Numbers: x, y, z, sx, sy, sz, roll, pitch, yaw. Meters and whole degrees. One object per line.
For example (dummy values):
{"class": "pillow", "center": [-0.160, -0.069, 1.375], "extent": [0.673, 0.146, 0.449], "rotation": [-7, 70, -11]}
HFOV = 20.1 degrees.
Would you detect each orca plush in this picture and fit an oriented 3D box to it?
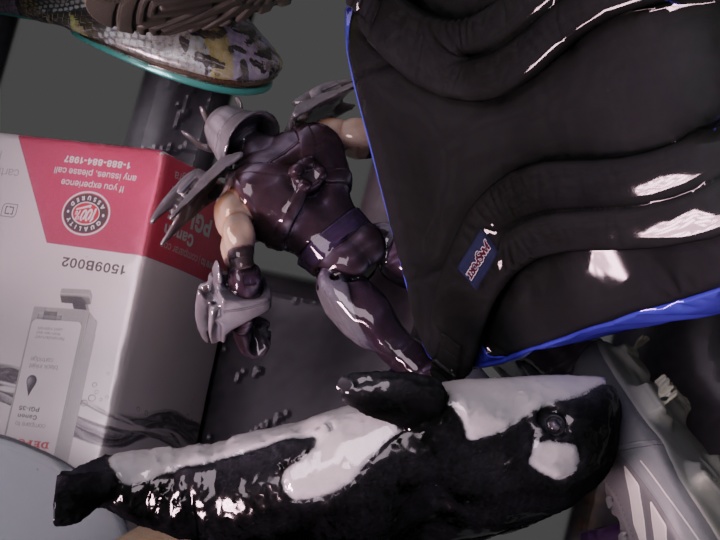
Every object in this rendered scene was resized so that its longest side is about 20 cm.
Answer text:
{"class": "orca plush", "center": [-0.006, 0.085, 0.706], "extent": [0.200, 0.105, 0.071], "rotation": [-2, 63, -11]}

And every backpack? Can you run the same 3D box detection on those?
{"class": "backpack", "center": [0.115, -0.068, 0.705], "extent": [0.200, 0.168, 0.163], "rotation": [-21, 87, 51]}

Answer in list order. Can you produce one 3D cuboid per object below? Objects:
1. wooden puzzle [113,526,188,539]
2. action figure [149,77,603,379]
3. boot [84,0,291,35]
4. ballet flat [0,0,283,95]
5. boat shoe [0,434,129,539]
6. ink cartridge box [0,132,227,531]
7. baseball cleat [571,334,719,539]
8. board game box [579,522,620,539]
{"class": "wooden puzzle", "center": [-0.099, 0.172, 0.673], "extent": [0.185, 0.046, 0.200], "rotation": [-28, 44, -18]}
{"class": "action figure", "center": [0.000, 0.000, 0.827], "extent": [0.130, 0.069, 0.200], "rotation": [-41, 74, -18]}
{"class": "boot", "center": [-0.074, -0.208, 0.891], "extent": [0.200, 0.182, 0.073], "rotation": [64, 146, 15]}
{"class": "ballet flat", "center": [-0.121, -0.135, 0.920], "extent": [0.200, 0.072, 0.072], "rotation": [20, 85, 26]}
{"class": "boat shoe", "center": [-0.189, 0.094, 0.810], "extent": [0.200, 0.091, 0.071], "rotation": [11, 83, -3]}
{"class": "ink cartridge box", "center": [-0.146, 0.047, 0.882], "extent": [0.146, 0.083, 0.200], "rotation": [7, 80, 23]}
{"class": "baseball cleat", "center": [0.110, 0.124, 0.735], "extent": [0.106, 0.070, 0.200], "rotation": [-38, 63, 16]}
{"class": "board game box", "center": [0.162, 0.179, 0.752], "extent": [0.120, 0.032, 0.200], "rotation": [-19, 70, 20]}
